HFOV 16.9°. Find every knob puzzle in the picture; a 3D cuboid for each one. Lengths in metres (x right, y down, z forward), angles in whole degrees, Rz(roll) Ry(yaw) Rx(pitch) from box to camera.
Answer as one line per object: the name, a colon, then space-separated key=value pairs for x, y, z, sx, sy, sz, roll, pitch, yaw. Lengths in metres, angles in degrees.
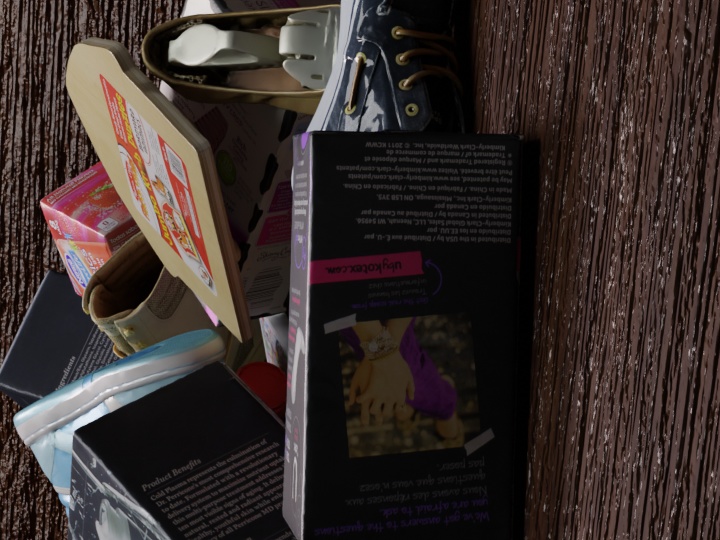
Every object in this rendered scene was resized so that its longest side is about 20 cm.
knob puzzle: x=-0.129 y=-0.073 z=1.553 sx=0.220 sy=0.030 sz=0.220 roll=51 pitch=160 yaw=26

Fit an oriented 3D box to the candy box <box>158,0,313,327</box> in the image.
candy box: x=-0.078 y=-0.082 z=1.589 sx=0.136 sy=0.061 sz=0.200 roll=54 pitch=141 yaw=31

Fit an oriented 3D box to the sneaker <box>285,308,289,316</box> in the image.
sneaker: x=-0.031 y=0.004 z=1.792 sx=0.066 sy=0.078 sz=0.200 roll=163 pitch=91 yaw=-69

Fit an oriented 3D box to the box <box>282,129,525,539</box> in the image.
box: x=0.019 y=0.032 z=1.193 sx=0.122 sy=0.106 sz=0.200 roll=-160 pitch=72 yaw=-84

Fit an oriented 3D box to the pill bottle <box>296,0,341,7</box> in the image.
pill bottle: x=-0.044 y=-0.133 z=1.686 sx=0.200 sy=0.111 sz=0.111 roll=101 pitch=168 yaw=-49

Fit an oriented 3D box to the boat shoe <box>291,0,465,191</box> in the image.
boat shoe: x=0.031 y=-0.111 z=1.343 sx=0.091 sy=0.071 sz=0.201 roll=28 pitch=105 yaw=51

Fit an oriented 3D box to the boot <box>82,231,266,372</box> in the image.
boot: x=-0.155 y=0.076 z=1.724 sx=0.200 sy=0.073 sz=0.155 roll=-56 pitch=-38 yaw=-10

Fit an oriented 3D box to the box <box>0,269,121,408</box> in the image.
box: x=-0.156 y=0.096 z=1.899 sx=0.107 sy=0.200 sz=0.148 roll=-67 pitch=-28 yaw=-17

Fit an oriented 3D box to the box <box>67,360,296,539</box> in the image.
box: x=-0.083 y=0.203 z=1.529 sx=0.197 sy=0.124 sz=0.200 roll=45 pitch=144 yaw=32

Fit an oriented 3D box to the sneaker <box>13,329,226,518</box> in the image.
sneaker: x=-0.139 y=0.121 z=1.624 sx=0.200 sy=0.079 sz=0.131 roll=-25 pitch=90 yaw=46

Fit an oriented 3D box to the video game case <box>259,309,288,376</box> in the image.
video game case: x=-0.026 y=0.123 z=1.591 sx=0.200 sy=0.018 sz=0.143 roll=-127 pitch=25 yaw=-63

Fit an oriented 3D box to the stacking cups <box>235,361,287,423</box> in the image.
stacking cups: x=-0.084 y=0.126 z=1.647 sx=0.200 sy=0.060 sz=0.061 roll=114 pitch=158 yaw=-51

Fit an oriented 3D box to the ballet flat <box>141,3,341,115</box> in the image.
ballet flat: x=-0.047 y=-0.127 z=1.446 sx=0.063 sy=0.200 sz=0.069 roll=18 pitch=-106 yaw=-54

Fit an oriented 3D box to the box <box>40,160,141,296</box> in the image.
box: x=-0.129 y=-0.053 z=1.846 sx=0.100 sy=0.200 sz=0.096 roll=26 pitch=143 yaw=48
